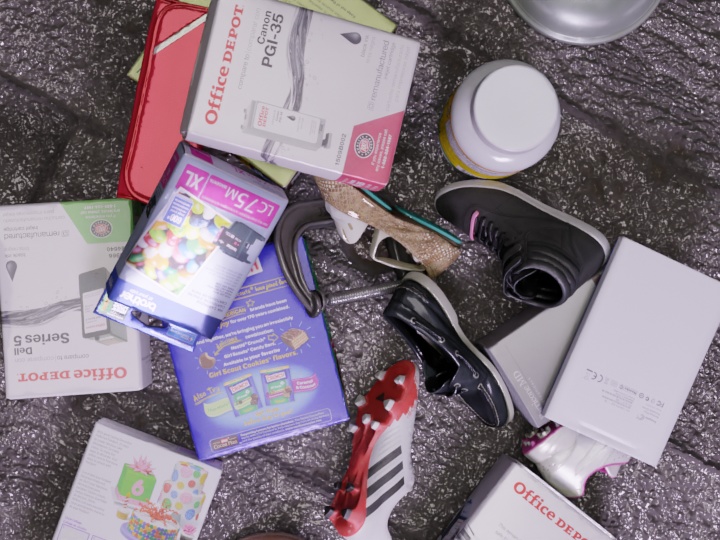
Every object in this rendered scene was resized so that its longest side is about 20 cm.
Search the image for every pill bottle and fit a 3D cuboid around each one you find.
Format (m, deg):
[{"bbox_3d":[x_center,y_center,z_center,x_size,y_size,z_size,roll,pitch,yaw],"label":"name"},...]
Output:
[{"bbox_3d":[0.143,-0.154,1.384,0.112,0.200,0.114,0,90,-2],"label":"pill bottle"}]

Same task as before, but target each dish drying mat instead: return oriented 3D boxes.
[{"bbox_3d":[-0.185,-0.162,1.325,0.076,0.018,0.202,12,94,-2],"label":"dish drying mat"}]

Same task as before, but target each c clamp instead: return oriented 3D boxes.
[{"bbox_3d":[0.000,0.000,1.421,0.199,0.027,0.173,-4,82,-35],"label":"c clamp"}]

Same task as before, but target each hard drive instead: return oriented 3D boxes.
[{"bbox_3d":[0.286,0.084,1.397,0.131,0.025,0.201,24,90,-6],"label":"hard drive"}]

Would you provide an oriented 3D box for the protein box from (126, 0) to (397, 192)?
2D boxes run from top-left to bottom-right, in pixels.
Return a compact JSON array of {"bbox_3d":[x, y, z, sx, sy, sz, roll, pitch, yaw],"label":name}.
[{"bbox_3d":[-0.100,-0.220,1.405,0.198,0.135,0.201,35,89,-2],"label":"protein box"}]

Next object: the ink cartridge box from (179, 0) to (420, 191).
[{"bbox_3d":[-0.060,-0.171,1.289,0.198,0.083,0.148,14,90,-12],"label":"ink cartridge box"}]

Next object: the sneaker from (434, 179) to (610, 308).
[{"bbox_3d":[0.152,-0.028,1.411,0.199,0.071,0.099,23,46,20],"label":"sneaker"}]

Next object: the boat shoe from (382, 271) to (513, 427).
[{"bbox_3d":[0.089,0.099,1.423,0.066,0.074,0.200,-43,114,-29],"label":"boat shoe"}]

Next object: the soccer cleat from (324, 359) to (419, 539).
[{"bbox_3d":[0.028,0.196,1.450,0.085,0.068,0.202,29,73,-34],"label":"soccer cleat"}]

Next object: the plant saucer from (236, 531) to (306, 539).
[{"bbox_3d":[-0.107,0.371,1.405,0.199,0.201,0.037,-32,134,-2],"label":"plant saucer"}]

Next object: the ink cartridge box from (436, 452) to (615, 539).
[{"bbox_3d":[0.154,0.320,1.440,0.146,0.086,0.201,38,86,-2],"label":"ink cartridge box"}]

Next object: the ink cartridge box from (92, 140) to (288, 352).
[{"bbox_3d":[-0.169,-0.014,1.333,0.119,0.042,0.201,24,109,-24],"label":"ink cartridge box"}]

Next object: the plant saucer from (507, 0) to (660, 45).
[{"bbox_3d":[0.247,-0.348,1.466,0.198,0.050,0.202,0,90,-3],"label":"plant saucer"}]

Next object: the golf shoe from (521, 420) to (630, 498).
[{"bbox_3d":[0.271,0.165,1.449,0.199,0.075,0.092,-34,90,-6],"label":"golf shoe"}]

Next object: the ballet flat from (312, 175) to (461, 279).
[{"bbox_3d":[0.017,-0.047,1.396,0.199,0.071,0.066,30,96,-23],"label":"ballet flat"}]

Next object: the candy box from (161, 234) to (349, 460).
[{"bbox_3d":[-0.114,0.079,1.433,0.167,0.077,0.202,-14,91,-2],"label":"candy box"}]

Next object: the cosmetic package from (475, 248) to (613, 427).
[{"bbox_3d":[0.234,0.068,1.446,0.199,0.090,0.107,-36,94,-6],"label":"cosmetic package"}]

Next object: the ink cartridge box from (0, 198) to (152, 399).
[{"bbox_3d":[-0.300,0.030,1.420,0.144,0.084,0.202,-4,90,-3],"label":"ink cartridge box"}]

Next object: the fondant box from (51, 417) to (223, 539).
[{"bbox_3d":[-0.246,0.277,1.436,0.143,0.058,0.202,21,90,-2],"label":"fondant box"}]
